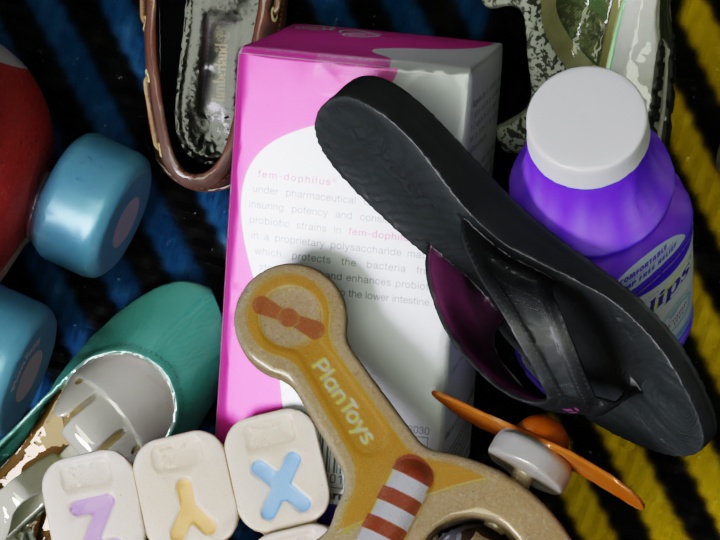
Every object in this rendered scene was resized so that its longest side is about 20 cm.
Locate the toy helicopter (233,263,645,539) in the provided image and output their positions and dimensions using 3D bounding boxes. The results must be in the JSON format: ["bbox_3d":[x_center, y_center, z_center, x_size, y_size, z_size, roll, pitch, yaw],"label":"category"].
[{"bbox_3d":[0.022,0.078,0.896,0.132,0.079,0.201,-33,78,-5],"label":"toy helicopter"}]

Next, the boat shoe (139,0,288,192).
[{"bbox_3d":[-0.063,-0.135,1.002,0.070,0.070,0.202,0,95,7],"label":"boat shoe"}]

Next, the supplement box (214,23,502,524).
[{"bbox_3d":[0.000,0.000,0.982,0.100,0.103,0.202,7,104,11],"label":"supplement box"}]

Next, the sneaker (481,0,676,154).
[{"bbox_3d":[0.094,-0.135,0.994,0.088,0.077,0.202,4,94,15],"label":"sneaker"}]

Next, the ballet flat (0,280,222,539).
[{"bbox_3d":[-0.133,0.089,1.032,0.067,0.070,0.200,44,97,-1],"label":"ballet flat"}]

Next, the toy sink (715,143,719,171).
[{"bbox_3d":[0.236,-0.120,0.952,0.111,0.130,0.201,16,97,2],"label":"toy sink"}]

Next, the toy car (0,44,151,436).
[{"bbox_3d":[-0.196,-0.063,0.931,0.183,0.200,0.177,25,58,8],"label":"toy car"}]

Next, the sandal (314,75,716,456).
[{"bbox_3d":[0.052,0.010,0.884,0.200,0.075,0.048,42,61,3],"label":"sandal"}]

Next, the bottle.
[{"bbox_3d":[0.098,-0.012,0.939,0.083,0.200,0.065,-38,64,-13],"label":"bottle"}]

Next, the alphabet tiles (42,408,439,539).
[{"bbox_3d":[-0.057,0.163,0.930,0.198,0.015,0.197,-12,83,1],"label":"alphabet tiles"}]
